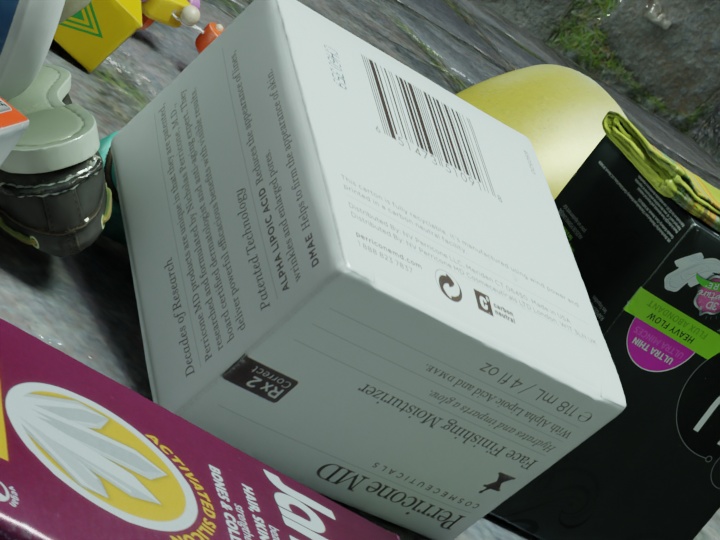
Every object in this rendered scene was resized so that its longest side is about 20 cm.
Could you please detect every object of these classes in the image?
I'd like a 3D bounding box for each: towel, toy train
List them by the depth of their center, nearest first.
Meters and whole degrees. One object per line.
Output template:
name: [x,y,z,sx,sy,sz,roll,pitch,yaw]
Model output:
towel: [0.221,-0.026,1.137,0.200,0.018,0.086,29,17,-31]
toy train: [-0.141,-0.200,1.611,0.150,0.056,0.200,30,18,-32]

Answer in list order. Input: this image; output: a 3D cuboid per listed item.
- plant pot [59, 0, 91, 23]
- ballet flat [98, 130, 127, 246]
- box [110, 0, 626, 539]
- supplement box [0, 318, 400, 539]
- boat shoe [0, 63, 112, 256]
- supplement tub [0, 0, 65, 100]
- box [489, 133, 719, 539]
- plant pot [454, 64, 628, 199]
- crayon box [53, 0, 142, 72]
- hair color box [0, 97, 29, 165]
plant pot: [-0.236,-0.222,1.193,0.200,0.201,0.183,42,3,20]
ballet flat: [-0.079,-0.024,1.134,0.200,0.067,0.070,26,-21,-35]
box: [0.000,0.000,1.010,0.199,0.131,0.200,26,35,-37]
supplement box: [-0.079,0.108,0.607,0.200,0.103,0.131,31,14,-25]
boat shoe: [-0.173,-0.061,1.042,0.072,0.061,0.201,-14,21,-12]
supplement tub: [-0.244,-0.173,0.984,0.200,0.145,0.145,13,21,-18]
box: [0.154,0.054,1.168,0.148,0.200,0.124,30,16,-29]
plant pot: [0.079,-0.033,1.367,0.142,0.200,0.200,-9,42,-37]
crayon box: [-0.231,-0.251,1.419,0.173,0.058,0.200,44,17,-27]
hair color box: [-0.201,-0.024,0.748,0.061,0.102,0.200,37,12,2]
